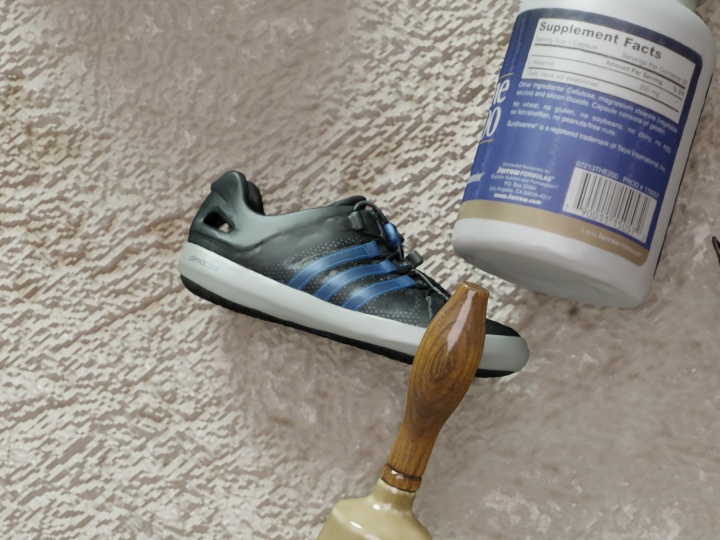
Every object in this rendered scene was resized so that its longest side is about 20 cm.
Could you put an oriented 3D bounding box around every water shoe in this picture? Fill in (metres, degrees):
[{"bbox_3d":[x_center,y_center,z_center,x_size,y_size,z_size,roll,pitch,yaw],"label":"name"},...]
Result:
[{"bbox_3d":[0.000,0.000,1.282,0.200,0.072,0.079,17,85,11],"label":"water shoe"}]

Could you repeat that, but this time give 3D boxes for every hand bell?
[{"bbox_3d":[0.024,0.100,1.219,0.104,0.104,0.200,23,102,12],"label":"hand bell"}]

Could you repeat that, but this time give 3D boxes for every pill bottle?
[{"bbox_3d":[0.127,-0.089,1.272,0.111,0.111,0.200,16,81,11],"label":"pill bottle"}]

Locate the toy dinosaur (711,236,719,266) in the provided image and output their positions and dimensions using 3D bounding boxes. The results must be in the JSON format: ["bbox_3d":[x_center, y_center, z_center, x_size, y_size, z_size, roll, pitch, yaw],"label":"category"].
[{"bbox_3d":[0.261,-0.026,1.261,0.086,0.136,0.200,47,62,-14],"label":"toy dinosaur"}]

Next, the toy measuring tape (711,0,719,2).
[{"bbox_3d":[0.265,-0.169,1.269,0.200,0.074,0.074,4,78,-21],"label":"toy measuring tape"}]
